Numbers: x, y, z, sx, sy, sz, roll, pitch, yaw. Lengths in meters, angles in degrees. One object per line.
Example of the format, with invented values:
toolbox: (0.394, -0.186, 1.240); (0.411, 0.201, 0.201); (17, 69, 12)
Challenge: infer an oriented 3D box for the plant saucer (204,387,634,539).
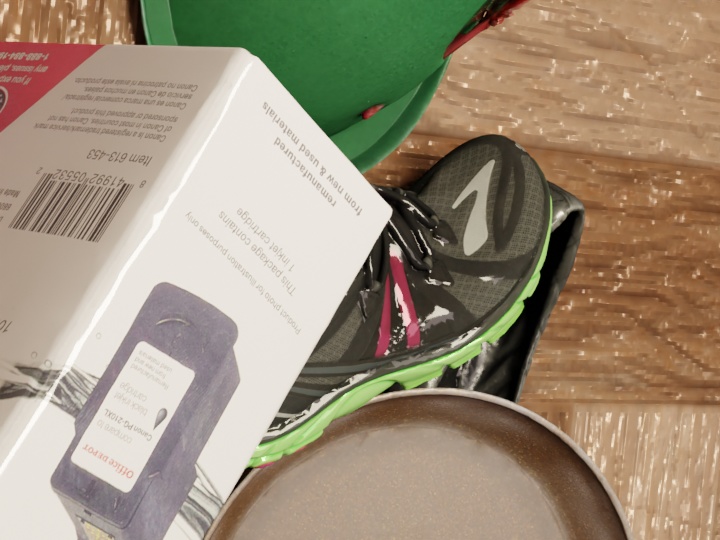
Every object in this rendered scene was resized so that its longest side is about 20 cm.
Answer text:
plant saucer: (0.017, 0.143, 0.922); (0.199, 0.032, 0.202); (-3, 100, -19)

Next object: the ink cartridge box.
ink cartridge box: (-0.105, 0.033, 0.714); (0.084, 0.144, 0.201); (46, 64, -36)

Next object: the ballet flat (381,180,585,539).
ballet flat: (0.043, 0.057, 0.952); (0.066, 0.057, 0.202); (13, 88, -43)

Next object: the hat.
hat: (0.043, -0.118, 0.845); (0.166, 0.175, 0.201); (46, 66, -37)

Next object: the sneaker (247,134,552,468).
sneaker: (0.000, 0.000, 0.878); (0.200, 0.077, 0.084); (-35, 136, -32)
